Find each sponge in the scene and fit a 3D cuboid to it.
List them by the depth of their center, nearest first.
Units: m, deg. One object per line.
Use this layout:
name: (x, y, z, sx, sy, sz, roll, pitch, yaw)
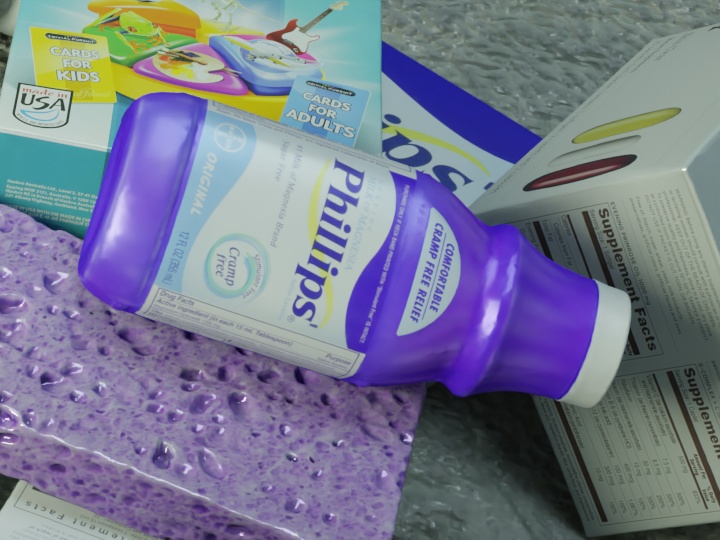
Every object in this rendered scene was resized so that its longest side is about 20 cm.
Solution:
sponge: (-0.076, 0.046, 0.976, 0.200, 0.030, 0.112, 22, 36, -3)

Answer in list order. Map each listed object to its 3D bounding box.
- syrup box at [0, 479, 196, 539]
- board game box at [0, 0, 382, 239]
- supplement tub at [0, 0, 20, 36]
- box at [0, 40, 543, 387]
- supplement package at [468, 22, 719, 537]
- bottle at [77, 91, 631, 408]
syrup box: (-0.093, 0.112, 0.983, 0.081, 0.079, 0.200, 20, 36, 3)
board game box: (-0.068, -0.082, 1.101, 0.151, 0.047, 0.200, 10, 36, -8)
supplement tub: (-0.123, -0.189, 1.318, 0.200, 0.145, 0.144, -9, 43, -31)
box: (-0.044, -0.021, 1.159, 0.184, 0.105, 0.200, 33, 38, 21)
supplement package: (0.157, -0.006, 1.148, 0.111, 0.156, 0.200, -11, 19, 36)
bottle: (0.000, 0.000, 0.987, 0.200, 0.065, 0.084, 19, 80, -11)
